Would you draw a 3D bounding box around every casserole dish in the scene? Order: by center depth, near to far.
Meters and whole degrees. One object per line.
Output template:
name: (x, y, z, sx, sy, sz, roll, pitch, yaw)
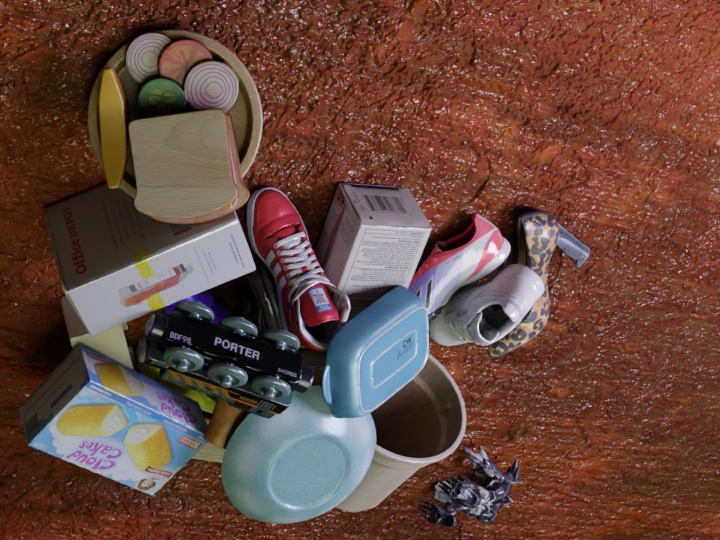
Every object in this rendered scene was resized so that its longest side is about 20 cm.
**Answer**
casserole dish: (0.027, 0.100, 1.620, 0.200, 0.038, 0.122, -34, 130, -47)

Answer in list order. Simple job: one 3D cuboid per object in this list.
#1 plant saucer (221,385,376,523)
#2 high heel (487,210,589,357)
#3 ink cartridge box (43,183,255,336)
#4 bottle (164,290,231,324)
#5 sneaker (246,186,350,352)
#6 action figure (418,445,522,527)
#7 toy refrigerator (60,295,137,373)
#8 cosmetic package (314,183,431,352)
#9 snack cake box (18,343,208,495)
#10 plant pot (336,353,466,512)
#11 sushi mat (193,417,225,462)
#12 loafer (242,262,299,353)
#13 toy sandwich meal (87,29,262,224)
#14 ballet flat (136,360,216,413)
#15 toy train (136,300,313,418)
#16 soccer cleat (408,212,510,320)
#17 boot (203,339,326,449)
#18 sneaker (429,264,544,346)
plant saucer: (-0.067, 0.233, 1.641, 0.199, 0.039, 0.203, -12, 122, -19)
high heel: (0.201, 0.015, 1.795, 0.142, 0.071, 0.201, 31, 99, -43)
ink cartridge box: (-0.233, -0.035, 1.506, 0.198, 0.146, 0.084, -22, 136, -4)
bottle: (-0.180, 0.086, 1.667, 0.065, 0.084, 0.201, -24, 120, 15)
sneaker: (-0.070, 0.001, 1.587, 0.071, 0.112, 0.202, -22, 105, -17)
action figure: (0.167, 0.323, 2.040, 0.199, 0.102, 0.119, 1, 125, -59)
toy refrigerator: (-0.305, 0.119, 1.658, 0.069, 0.076, 0.201, -16, 133, -10)
cosmetic package: (0.000, 0.000, 1.682, 0.102, 0.088, 0.201, 3, 127, -28)
snack cake box: (-0.289, 0.180, 1.618, 0.115, 0.067, 0.199, -45, 134, 14)
plant pot: (0.012, 0.220, 1.828, 0.198, 0.202, 0.184, 6, 138, -28)
sushi mat: (-0.147, 0.231, 1.793, 0.198, 0.012, 0.096, 6, 140, 18)
loafer: (-0.119, 0.075, 1.710, 0.062, 0.072, 0.201, -17, 136, -1)
toy sandwich meal: (-0.194, -0.147, 1.416, 0.203, 0.070, 0.208, 0, 99, -2)
ballet flat: (-0.204, 0.145, 1.745, 0.067, 0.067, 0.199, -27, 136, 31)
toy train: (-0.154, 0.102, 1.528, 0.198, 0.086, 0.114, 20, 148, -18)
soccer cleat: (0.097, 0.006, 1.758, 0.199, 0.068, 0.073, -37, 114, 12)
boot: (-0.084, 0.169, 1.661, 0.199, 0.071, 0.145, 15, 105, -26)
sneaker: (0.145, 0.058, 1.762, 0.075, 0.100, 0.199, 45, 139, -11)
